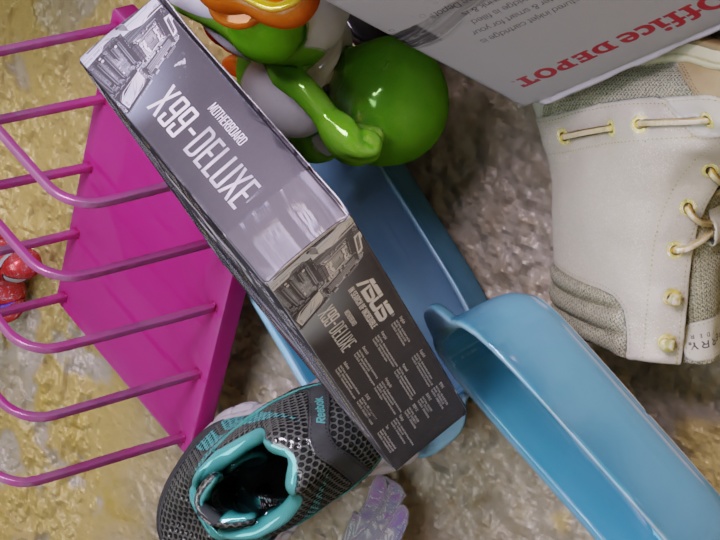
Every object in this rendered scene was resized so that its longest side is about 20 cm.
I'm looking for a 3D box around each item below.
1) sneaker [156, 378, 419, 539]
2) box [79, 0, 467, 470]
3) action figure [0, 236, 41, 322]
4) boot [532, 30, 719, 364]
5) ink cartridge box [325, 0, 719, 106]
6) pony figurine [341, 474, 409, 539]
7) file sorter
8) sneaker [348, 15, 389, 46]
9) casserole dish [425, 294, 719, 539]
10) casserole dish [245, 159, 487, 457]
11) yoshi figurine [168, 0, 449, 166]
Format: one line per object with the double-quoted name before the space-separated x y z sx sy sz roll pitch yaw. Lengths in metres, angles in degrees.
"sneaker" -0.059 0.106 1.360 0.200 0.091 0.078 -38 82 47
"box" -0.037 -0.014 1.229 0.050 0.200 0.158 -38 57 -4
"action figure" -0.268 0.022 1.553 0.199 0.099 0.066 -18 93 38
"boot" 0.159 -0.034 1.201 0.199 0.072 0.155 7 107 43
"ink cartridge box" 0.057 -0.158 1.114 0.145 0.200 0.084 -22 58 38
"pony figurine" 0.003 0.216 1.345 0.166 0.200 0.194 30 104 37
"file sorter" -0.149 -0.008 1.390 0.139 0.125 0.201 47 137 34
"sneaker" -0.019 -0.192 1.276 0.075 0.106 0.201 2 105 39
"casserole dish" 0.109 0.082 1.241 0.200 0.039 0.121 48 169 2
"casserole dish" 0.000 0.000 1.362 0.121 0.039 0.200 -41 76 39
"yoshi figurine" -0.010 -0.108 1.227 0.112 0.112 0.200 50 172 25
